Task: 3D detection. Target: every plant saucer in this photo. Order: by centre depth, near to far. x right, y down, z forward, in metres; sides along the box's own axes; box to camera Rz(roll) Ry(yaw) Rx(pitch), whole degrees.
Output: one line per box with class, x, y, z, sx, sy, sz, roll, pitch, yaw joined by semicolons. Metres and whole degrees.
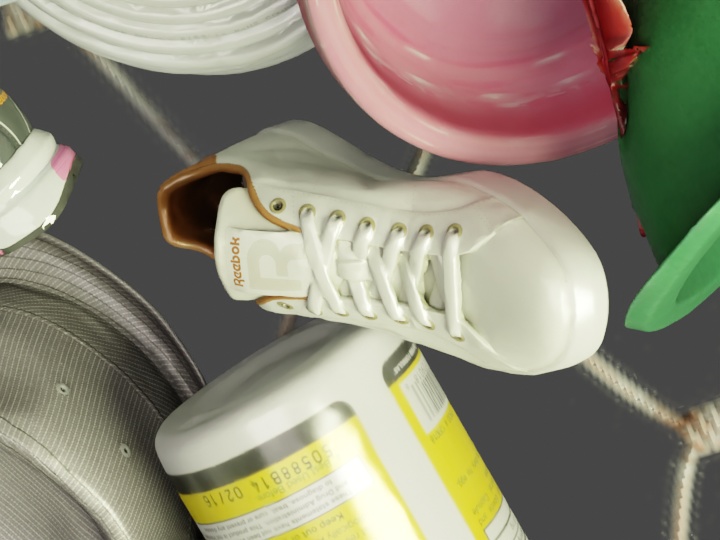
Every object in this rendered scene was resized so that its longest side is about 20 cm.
plant saucer;0.063;-0.136;0.798;0.200;0.051;0.201;-12;121;-21

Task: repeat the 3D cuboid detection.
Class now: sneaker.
sneaker;0.000;0.000;0.825;0.200;0.085;0.073;20;121;46
sneaker;-0.207;-0.031;0.903;0.200;0.080;0.086;-26;111;24

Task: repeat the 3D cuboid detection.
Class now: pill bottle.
pill bottle;0.013;0.123;0.896;0.111;0.111;0.200;-27;98;18

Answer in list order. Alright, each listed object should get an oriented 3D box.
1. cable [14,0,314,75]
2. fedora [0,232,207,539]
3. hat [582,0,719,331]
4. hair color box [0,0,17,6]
cable;-0.068;-0.170;0.849;0.200;0.069;0.200;-23;100;18
fedora;-0.149;0.085;0.931;0.177;0.090;0.200;-38;95;19
hat;0.100;-0.102;0.793;0.176;0.166;0.200;45;148;12
hair color box;-0.131;-0.125;0.788;0.199;0.099;0.061;-15;103;17
